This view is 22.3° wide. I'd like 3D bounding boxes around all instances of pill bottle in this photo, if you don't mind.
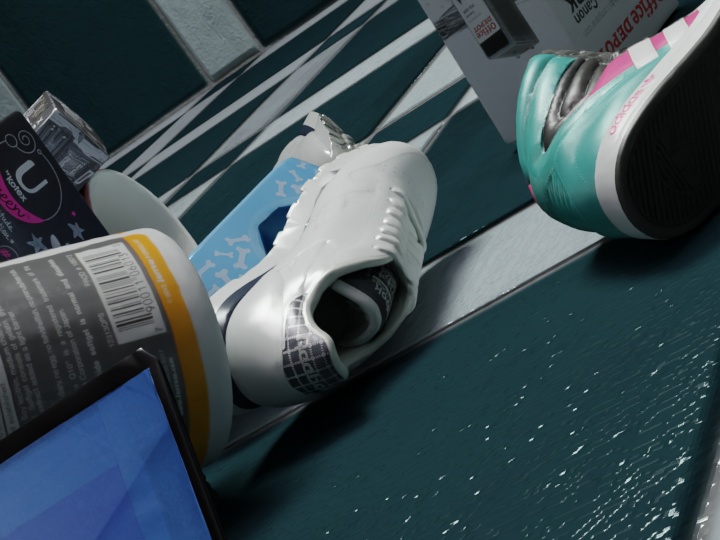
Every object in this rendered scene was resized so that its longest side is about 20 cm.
[{"bbox_3d":[-0.166,0.058,0.809,0.198,0.117,0.116,-16,2,-24],"label":"pill bottle"}]

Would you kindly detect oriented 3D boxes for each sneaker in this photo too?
[{"bbox_3d":[0.140,-0.085,0.810,0.200,0.084,0.120,-43,22,-26],"label":"sneaker"},{"bbox_3d":[-0.026,-0.058,1.270,0.081,0.076,0.200,-48,7,-1],"label":"sneaker"},{"bbox_3d":[0.000,0.000,0.906,0.080,0.077,0.200,-14,28,38],"label":"sneaker"}]

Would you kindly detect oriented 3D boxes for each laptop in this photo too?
[{"bbox_3d":[-0.135,0.146,0.640,0.177,0.104,0.200,-33,11,20],"label":"laptop"}]

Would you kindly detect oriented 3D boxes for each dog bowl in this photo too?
[{"bbox_3d":[-0.062,0.009,1.002,0.200,0.049,0.112,-51,-9,-50],"label":"dog bowl"}]

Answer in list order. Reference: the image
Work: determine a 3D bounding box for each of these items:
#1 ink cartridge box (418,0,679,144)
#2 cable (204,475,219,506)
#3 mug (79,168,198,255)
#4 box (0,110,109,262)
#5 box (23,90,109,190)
[{"bbox_3d":[0.095,-0.202,1.111,0.083,0.201,0.147,-23,17,38],"label":"ink cartridge box"},{"bbox_3d":[-0.159,0.138,0.877,0.199,0.051,0.097,-29,8,39],"label":"cable"},{"bbox_3d":[-0.220,0.037,1.218,0.199,0.177,0.134,-37,53,18],"label":"mug"},{"bbox_3d":[-0.198,0.039,1.019,0.132,0.201,0.115,-28,12,35],"label":"box"},{"bbox_3d":[-0.254,-0.028,1.214,0.200,0.050,0.158,-48,15,-2],"label":"box"}]
